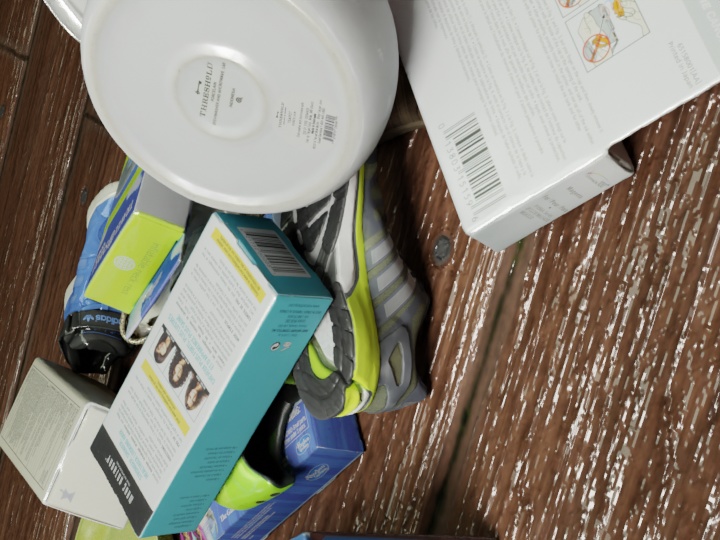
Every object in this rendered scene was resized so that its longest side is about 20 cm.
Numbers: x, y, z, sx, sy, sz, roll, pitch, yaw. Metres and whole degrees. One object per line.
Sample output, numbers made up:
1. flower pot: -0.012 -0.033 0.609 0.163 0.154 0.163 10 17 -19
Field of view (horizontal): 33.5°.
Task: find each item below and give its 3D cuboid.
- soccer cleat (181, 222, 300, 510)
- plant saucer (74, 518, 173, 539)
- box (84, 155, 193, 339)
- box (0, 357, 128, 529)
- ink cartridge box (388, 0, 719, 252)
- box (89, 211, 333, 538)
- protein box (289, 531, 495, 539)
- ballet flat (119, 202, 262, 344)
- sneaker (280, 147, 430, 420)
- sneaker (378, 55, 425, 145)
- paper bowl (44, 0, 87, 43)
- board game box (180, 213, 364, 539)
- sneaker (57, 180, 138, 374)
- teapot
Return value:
1. soccer cleat: -0.078 0.060 0.817 0.081 0.067 0.202 -20 71 41
2. plant saucer: -0.207 0.278 1.050 0.200 0.031 0.202 -24 60 52
3. box: -0.161 -0.062 0.939 0.122 0.047 0.201 -49 26 46
4. box: -0.254 0.150 1.070 0.200 0.077 0.096 18 82 62
5. ink cartridge box: 0.106 -0.139 0.663 0.173 0.043 0.201 -30 61 24
6. box: -0.098 0.068 0.756 0.082 0.049 0.201 50 120 35
7. protein box: -0.019 0.271 0.670 0.200 0.134 0.200 -38 52 46
8. ballet flat: -0.138 -0.013 0.975 0.201 0.068 0.075 -54 -4 24
9. sneaker: 0.000 0.000 0.765 0.074 0.081 0.202 -21 63 45
10. sneaker: 0.013 -0.128 0.787 0.200 0.075 0.071 -30 57 50
11. paper bowl: -0.130 -0.229 0.802 0.104 0.199 0.202 -71 6 -68
12. board game box: -0.085 0.092 0.905 0.200 0.043 0.200 -46 45 39
13. sneaker: -0.230 0.017 1.112 0.200 0.076 0.112 -55 34 39
14. teapot: -0.060 -0.145 0.708 0.199 0.198 0.147 -20 32 34
